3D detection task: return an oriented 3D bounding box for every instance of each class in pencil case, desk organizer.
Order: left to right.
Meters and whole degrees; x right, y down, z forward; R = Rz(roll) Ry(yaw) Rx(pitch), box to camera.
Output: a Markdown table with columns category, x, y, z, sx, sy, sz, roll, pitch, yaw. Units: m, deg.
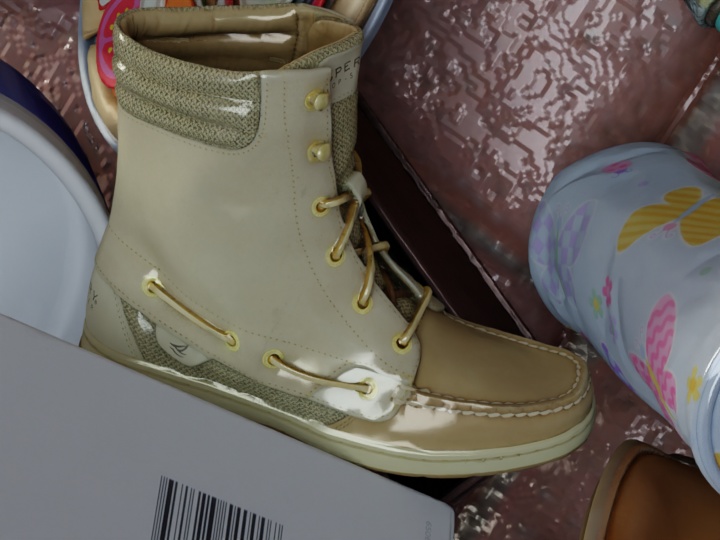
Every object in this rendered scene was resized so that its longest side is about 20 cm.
| category | x | y | z | sx | sy | sz | roll | pitch | yaw |
| --- | --- | --- | --- | --- | --- | --- | --- | --- | --- |
| desk organizer | 0.000 | 0.000 | 1.062 | 0.072 | 0.077 | 0.201 | -37 | 85 | 15 |
| pencil case | 0.128 | 0.019 | 0.966 | 0.083 | 0.200 | 0.091 | -17 | 112 | -9 |

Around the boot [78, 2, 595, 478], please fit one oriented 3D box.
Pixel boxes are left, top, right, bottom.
| category | x | y | z | sx | sy | sz | roll | pitch | yaw |
| --- | --- | --- | --- | --- | --- | --- | --- | --- | --- |
| boot | -0.002 | -0.013 | 0.955 | 0.199 | 0.073 | 0.156 | 12 | 118 | 8 |

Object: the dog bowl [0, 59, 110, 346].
| category | x | y | z | sx | sy | sz | roll | pitch | yaw |
| --- | --- | --- | --- | --- | --- | --- | --- | --- | --- |
| dog bowl | -0.194 | 0.006 | 1.029 | 0.199 | 0.079 | 0.201 | -6 | 116 | -12 |

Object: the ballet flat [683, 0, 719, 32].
| category | x | y | z | sx | sy | sz | roll | pitch | yaw |
| --- | --- | --- | --- | --- | --- | --- | --- | --- | --- |
| ballet flat | 0.200 | -0.172 | 1.001 | 0.200 | 0.072 | 0.072 | -34 | 86 | 14 |

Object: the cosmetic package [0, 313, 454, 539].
| category | x | y | z | sx | sy | sz | roll | pitch | yaw |
| --- | --- | --- | --- | --- | --- | --- | --- | --- | --- |
| cosmetic package | -0.101 | 0.145 | 0.963 | 0.198 | 0.123 | 0.200 | 25 | 135 | -20 |

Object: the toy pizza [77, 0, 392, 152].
| category | x | y | z | sx | sy | sz | roll | pitch | yaw |
| --- | --- | --- | --- | --- | --- | --- | --- | --- | --- |
| toy pizza | -0.053 | -0.135 | 1.030 | 0.199 | 0.032 | 0.202 | -21 | 58 | 39 |

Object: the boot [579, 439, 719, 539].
| category | x | y | z | sx | sy | sz | roll | pitch | yaw |
| --- | --- | --- | --- | --- | --- | --- | --- | --- | --- |
| boot | 0.165 | 0.118 | 0.963 | 0.154 | 0.200 | 0.074 | 19 | 104 | 20 |
